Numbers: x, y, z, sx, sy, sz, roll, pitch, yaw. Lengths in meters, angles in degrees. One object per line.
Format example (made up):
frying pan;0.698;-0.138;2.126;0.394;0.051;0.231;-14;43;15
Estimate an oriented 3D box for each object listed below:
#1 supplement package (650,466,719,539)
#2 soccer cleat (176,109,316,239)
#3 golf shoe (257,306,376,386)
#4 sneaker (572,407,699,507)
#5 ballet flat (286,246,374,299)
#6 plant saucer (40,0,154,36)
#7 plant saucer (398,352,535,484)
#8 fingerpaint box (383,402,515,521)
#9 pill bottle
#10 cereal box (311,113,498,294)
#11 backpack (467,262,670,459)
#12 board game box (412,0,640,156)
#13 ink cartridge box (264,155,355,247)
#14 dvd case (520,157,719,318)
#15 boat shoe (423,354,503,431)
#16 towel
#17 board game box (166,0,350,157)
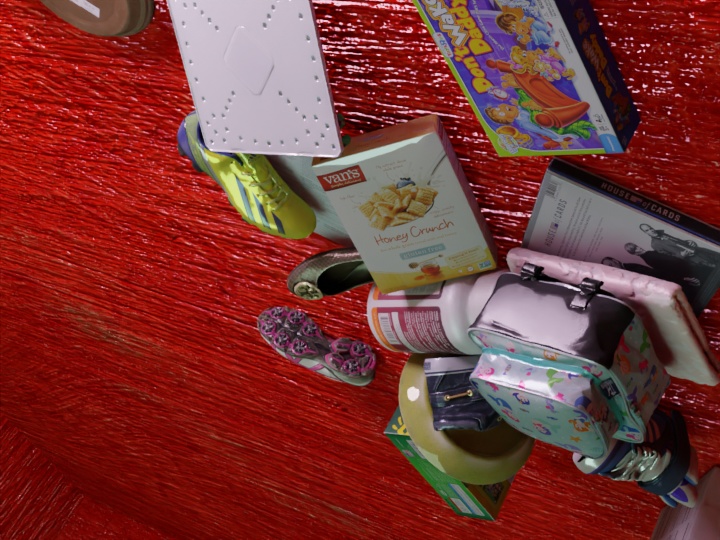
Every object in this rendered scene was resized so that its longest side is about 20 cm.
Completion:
supplement package;0.473;0.384;1.364;0.152;0.151;0.200;27;152;9
soccer cleat;-0.126;-0.111;1.205;0.200;0.065;0.084;41;143;-12
golf shoe;-0.071;0.125;1.596;0.200;0.073;0.092;26;153;12
sneaker;0.337;0.224;1.212;0.146;0.200;0.081;45;116;10
ballet flat;0.000;0.000;1.260;0.200;0.046;0.067;-17;146;19
plant saucer;-0.322;-0.338;1.165;0.200;0.030;0.200;24;151;14
plant saucer;0.144;0.168;1.313;0.200;0.200;0.031;35;142;-5
fingerpaint box;0.141;0.213;1.416;0.073;0.167;0.200;-2;137;45
pill bottle;0.110;0.045;1.243;0.200;0.110;0.110;-3;136;48
cereal box;0.052;-0.067;1.135;0.144;0.040;0.200;-14;130;21
backpack;0.223;0.107;1.089;0.177;0.151;0.200;14;161;41
board game box;0.144;-0.188;0.906;0.134;0.045;0.200;3;140;43
ink cartridge box;-0.063;-0.123;1.229;0.196;0.043;0.200;27;148;13
dvd case;0.269;-0.025;1.059;0.200;0.025;0.150;27;152;12
boat shoe;0.177;0.142;1.258;0.200;0.091;0.071;-5;178;-6
towel;0.275;0.048;1.119;0.200;0.032;0.191;14;157;42
board game box;-0.107;-0.217;1.062;0.200;0.026;0.200;8;120;39
